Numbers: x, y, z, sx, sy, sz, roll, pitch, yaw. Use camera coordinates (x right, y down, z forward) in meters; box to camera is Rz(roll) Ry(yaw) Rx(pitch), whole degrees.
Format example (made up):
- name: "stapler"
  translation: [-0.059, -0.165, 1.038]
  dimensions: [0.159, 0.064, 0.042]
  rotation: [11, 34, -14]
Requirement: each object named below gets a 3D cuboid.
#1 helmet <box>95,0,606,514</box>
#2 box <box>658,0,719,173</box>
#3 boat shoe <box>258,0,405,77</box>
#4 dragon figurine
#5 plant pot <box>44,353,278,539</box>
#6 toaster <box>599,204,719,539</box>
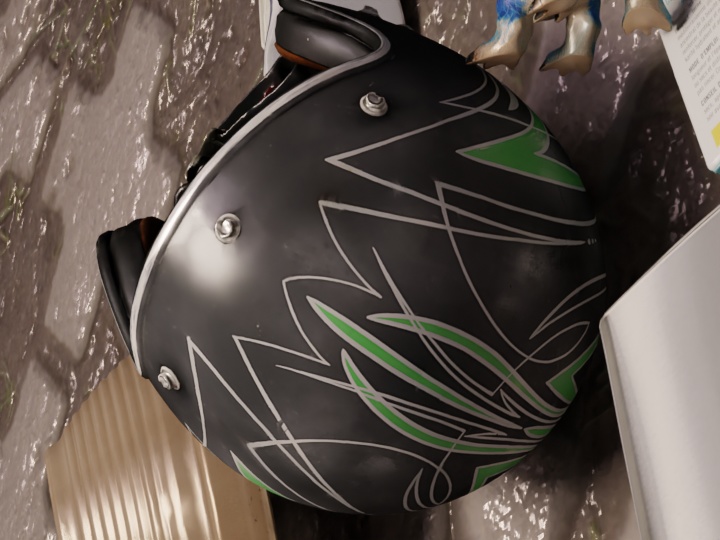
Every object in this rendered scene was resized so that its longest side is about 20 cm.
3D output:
- name: "helmet"
  translation: [0.000, 0.000, 0.848]
  dimensions: [0.201, 0.199, 0.191]
  rotation: [-68, 27, 18]
- name: "box"
  translation: [0.141, -0.132, 0.799]
  dimensions: [0.082, 0.049, 0.201]
  rotation: [-51, 39, 41]
- name: "boat shoe"
  translation: [-0.019, -0.124, 1.081]
  dimensions: [0.070, 0.070, 0.201]
  rotation: [98, 165, -63]
- name: "dragon figurine"
  translation: [0.078, -0.133, 0.796]
  dimensions: [0.200, 0.058, 0.100]
  rotation: [148, 122, -69]
- name: "plant pot"
  translation: [-0.089, 0.122, 0.990]
  dimensions: [0.201, 0.092, 0.203]
  rotation: [168, 90, -82]
- name: "toaster"
  translation: [0.169, 0.037, 0.539]
  dimensions: [0.181, 0.199, 0.119]
  rotation: [-45, 48, 46]
